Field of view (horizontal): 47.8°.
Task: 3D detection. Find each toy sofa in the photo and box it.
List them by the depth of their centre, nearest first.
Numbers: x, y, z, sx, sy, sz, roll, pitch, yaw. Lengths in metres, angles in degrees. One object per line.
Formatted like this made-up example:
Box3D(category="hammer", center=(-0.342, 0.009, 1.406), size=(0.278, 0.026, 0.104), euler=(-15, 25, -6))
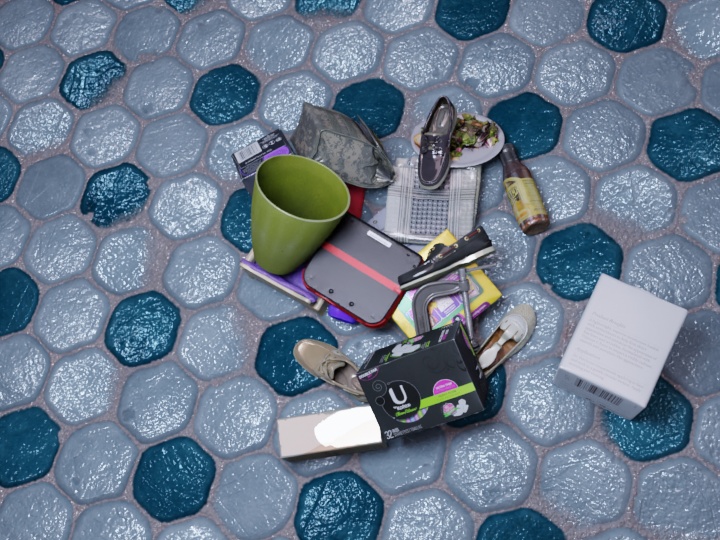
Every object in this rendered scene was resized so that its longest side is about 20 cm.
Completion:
Box3D(category="toy sofa", center=(-0.148, 0.008, 1.699), size=(0.200, 0.098, 0.083), euler=(27, 78, 18))

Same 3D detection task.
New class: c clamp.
Box3D(category="c clamp", center=(0.185, 0.090, 1.567), size=(0.171, 0.027, 0.200), euler=(-5, 104, -5))

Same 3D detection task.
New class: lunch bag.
Box3D(category="lunch bag", center=(-0.027, -0.259, 1.708), size=(0.200, 0.118, 0.164), euler=(13, 27, -25))

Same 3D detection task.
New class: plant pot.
Box3D(category="plant pot", center=(-0.139, -0.091, 1.600), size=(0.187, 0.200, 0.187), euler=(14, 43, -13))

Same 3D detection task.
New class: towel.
Box3D(category="towel", center=(0.150, -0.148, 1.701), size=(0.192, 0.035, 0.200), euler=(5, 71, 11))

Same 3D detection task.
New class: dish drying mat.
Box3D(category="dish drying mat", center=(-0.031, -0.124, 1.746), size=(0.077, 0.018, 0.200), euler=(18, 70, -25))

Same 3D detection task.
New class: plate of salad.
Box3D(category="plate of salad", center=(0.208, -0.291, 1.739), size=(0.200, 0.048, 0.200), euler=(-3, 44, 3))

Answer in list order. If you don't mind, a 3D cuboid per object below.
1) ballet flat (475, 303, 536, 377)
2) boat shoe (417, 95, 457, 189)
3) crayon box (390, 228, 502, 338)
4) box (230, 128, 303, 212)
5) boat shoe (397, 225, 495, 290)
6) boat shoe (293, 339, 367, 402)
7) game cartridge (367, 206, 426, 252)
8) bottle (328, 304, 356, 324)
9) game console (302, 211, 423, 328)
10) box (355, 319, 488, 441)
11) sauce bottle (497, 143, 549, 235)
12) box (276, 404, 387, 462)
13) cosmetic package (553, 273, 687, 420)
Box3D(category="ballet flat", center=(0.281, 0.144, 1.597), size=(0.067, 0.062, 0.200), euler=(39, 81, 11))
Box3D(category="boat shoe", center=(0.153, -0.266, 1.668), size=(0.072, 0.065, 0.200), euler=(9, 74, 23))
Box3D(category="crayon box", center=(0.151, 0.047, 1.628), size=(0.200, 0.058, 0.173), euler=(-39, 81, 2))
Box3D(category="box", center=(-0.167, -0.172, 1.700), size=(0.122, 0.200, 0.106), euler=(-28, 43, -1))
Box3D(category="boat shoe", center=(0.159, -0.021, 1.568), size=(0.201, 0.074, 0.063), euler=(-26, 82, -2))
Box3D(category="boat shoe", center=(-0.052, 0.195, 1.634), size=(0.200, 0.065, 0.072), euler=(32, 79, 18))
Box3D(category="game cartridge", center=(0.106, -0.090, 1.724), size=(0.200, 0.042, 0.133), euler=(-30, 65, -2))
Box3D(category="bottle", center=(-0.009, 0.008, 1.669), size=(0.065, 0.084, 0.200), euler=(17, 85, 4))
Box3D(category="game console", center=(0.000, 0.000, 1.615), size=(0.200, 0.031, 0.177), euler=(31, 82, 12))
Box3D(category="box", center=(0.119, 0.205, 1.521), size=(0.200, 0.124, 0.149), euler=(-22, 98, 18))
Box3D(category="sauce bottle", center=(0.335, -0.173, 1.701), size=(0.066, 0.066, 0.200), euler=(-18, 64, 3))
Box3D(category="box", center=(-0.054, 0.317, 1.578), size=(0.200, 0.095, 0.078), euler=(-11, 70, 7))
Box3D(category="cosmetic package", center=(0.477, 0.144, 1.510), size=(0.165, 0.165, 0.200), euler=(26, 77, 16))
